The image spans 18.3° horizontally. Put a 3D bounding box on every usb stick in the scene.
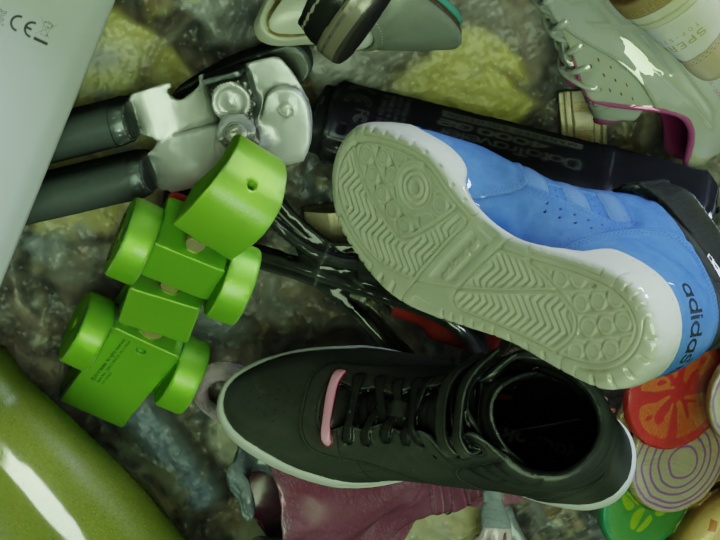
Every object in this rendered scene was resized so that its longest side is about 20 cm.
[{"bbox_3d":[0.074,-0.049,1.067,0.199,0.056,0.033,14,129,3],"label":"usb stick"}]

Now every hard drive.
[{"bbox_3d":[-0.197,-0.086,1.009,0.132,0.027,0.200,24,76,-15],"label":"hard drive"}]

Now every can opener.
[{"bbox_3d":[-0.115,-0.059,1.063,0.199,0.066,0.053,-15,107,7],"label":"can opener"}]

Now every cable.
[{"bbox_3d":[0.000,0.000,1.090,0.199,0.050,0.097,14,108,8],"label":"cable"}]

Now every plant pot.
[{"bbox_3d":[-0.176,0.146,1.068,0.200,0.200,0.193,-30,98,4],"label":"plant pot"}]

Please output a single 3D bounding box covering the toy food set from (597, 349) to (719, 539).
[{"bbox_3d":[0.217,0.093,1.149,0.200,0.049,0.198,-35,115,2],"label":"toy food set"}]

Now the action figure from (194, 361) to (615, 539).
[{"bbox_3d":[0.032,0.096,1.130,0.200,0.134,0.149,-23,69,-11],"label":"action figure"}]

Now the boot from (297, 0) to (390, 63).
[{"bbox_3d":[-0.038,-0.182,0.962,0.150,0.200,0.073,31,128,-11],"label":"boot"}]

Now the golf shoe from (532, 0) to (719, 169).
[{"bbox_3d":[0.115,-0.121,1.057,0.200,0.075,0.092,31,102,-15],"label":"golf shoe"}]

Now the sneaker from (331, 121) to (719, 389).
[{"bbox_3d":[0.086,-0.013,1.013,0.111,0.200,0.077,-11,120,-47],"label":"sneaker"}]

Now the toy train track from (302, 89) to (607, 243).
[{"bbox_3d":[0.072,-0.027,1.107,0.199,0.033,0.115,-6,110,-4],"label":"toy train track"}]

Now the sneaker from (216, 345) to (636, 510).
[{"bbox_3d":[0.029,0.062,1.017,0.199,0.099,0.071,9,73,7],"label":"sneaker"}]

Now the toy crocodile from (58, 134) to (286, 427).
[{"bbox_3d":[-0.094,0.011,1.059,0.067,0.062,0.200,22,138,-11],"label":"toy crocodile"}]

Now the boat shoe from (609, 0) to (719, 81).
[{"bbox_3d":[0.185,-0.174,1.016,0.065,0.072,0.200,42,64,-21],"label":"boat shoe"}]

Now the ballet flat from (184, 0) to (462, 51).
[{"bbox_3d":[-0.048,-0.140,1.032,0.200,0.067,0.064,32,76,-11],"label":"ballet flat"}]
